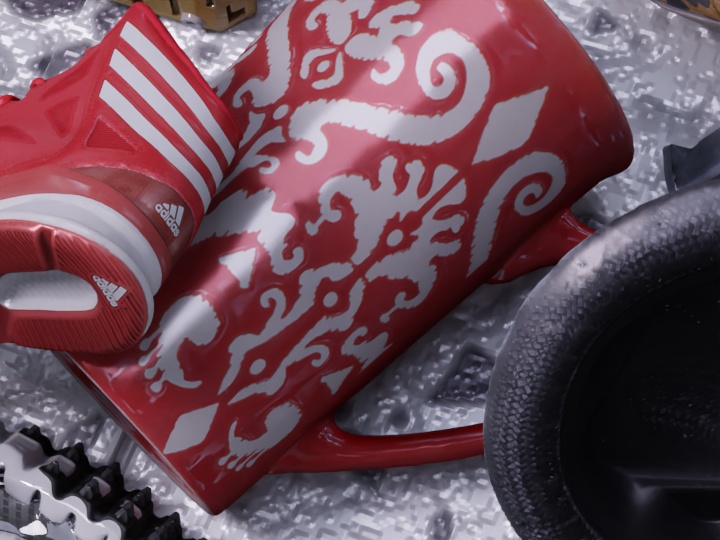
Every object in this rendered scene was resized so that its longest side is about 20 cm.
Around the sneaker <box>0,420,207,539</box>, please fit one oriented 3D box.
[{"bbox_3d":[-0.144,0.095,0.857,0.199,0.066,0.091,28,97,4],"label":"sneaker"}]

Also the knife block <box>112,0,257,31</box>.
[{"bbox_3d":[-0.115,-0.208,0.967,0.199,0.064,0.177,17,77,5],"label":"knife block"}]

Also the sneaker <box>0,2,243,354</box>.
[{"bbox_3d":[-0.118,-0.031,0.817,0.199,0.079,0.116,8,47,37],"label":"sneaker"}]

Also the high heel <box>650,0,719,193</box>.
[{"bbox_3d":[0.154,-0.133,0.877,0.071,0.142,0.201,4,67,-37],"label":"high heel"}]

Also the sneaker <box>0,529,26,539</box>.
[{"bbox_3d":[-0.065,0.144,0.789,0.199,0.080,0.074,9,109,1],"label":"sneaker"}]

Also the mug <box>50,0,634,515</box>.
[{"bbox_3d":[-0.004,-0.006,0.849,0.200,0.134,0.177,-43,64,-9],"label":"mug"}]

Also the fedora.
[{"bbox_3d":[0.135,0.032,0.810,0.199,0.202,0.092,-14,30,1],"label":"fedora"}]
